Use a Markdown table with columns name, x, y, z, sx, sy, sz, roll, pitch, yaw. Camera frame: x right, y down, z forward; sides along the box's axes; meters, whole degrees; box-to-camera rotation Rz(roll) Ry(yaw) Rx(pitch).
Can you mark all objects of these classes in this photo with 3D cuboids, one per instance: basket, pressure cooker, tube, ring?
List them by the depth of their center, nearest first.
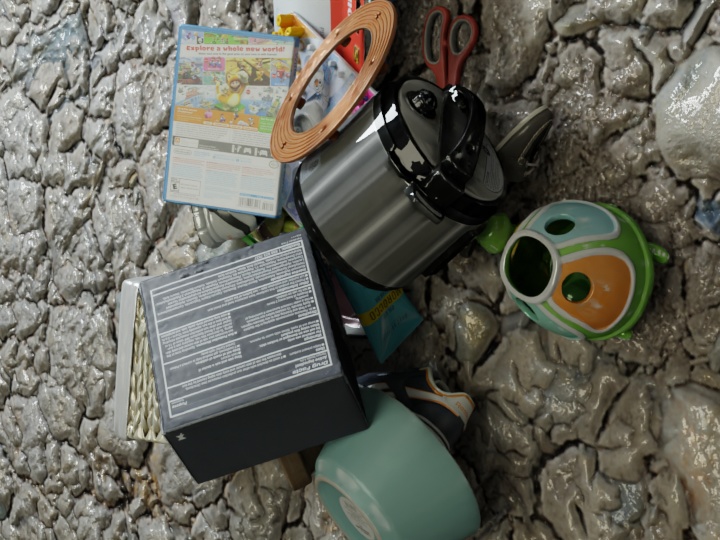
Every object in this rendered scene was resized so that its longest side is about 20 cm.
| name | x | y | z | sx | sy | sz | roll | pitch | yaw |
| --- | --- | --- | --- | --- | --- | --- | --- | --- | --- |
| pressure cooker | 0.051 | -0.096 | 1.572 | 0.200 | 0.178 | 0.177 | -40 | 65 | 29 |
| ring | -0.025 | -0.193 | 1.607 | 0.200 | 0.019 | 0.201 | -43 | 27 | 28 |
| tube | 0.000 | 0.000 | 1.707 | 0.050 | 0.077 | 0.201 | 9 | 134 | 56 |
| basket | -0.213 | 0.112 | 1.913 | 0.123 | 0.135 | 0.202 | 8 | 98 | 36 |

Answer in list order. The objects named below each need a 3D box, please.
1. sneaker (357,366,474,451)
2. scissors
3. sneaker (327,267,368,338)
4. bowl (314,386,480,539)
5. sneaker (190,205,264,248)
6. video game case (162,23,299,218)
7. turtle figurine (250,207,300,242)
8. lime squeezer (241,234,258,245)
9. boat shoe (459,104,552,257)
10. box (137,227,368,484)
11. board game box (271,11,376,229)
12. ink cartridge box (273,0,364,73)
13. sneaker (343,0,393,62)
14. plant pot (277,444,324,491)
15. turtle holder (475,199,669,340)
| name | x | y | z | sx | sy | sz | roll | pitch | yaw |
| --- | --- | --- | --- | --- | --- | --- | --- | --- | --- |
| sneaker | 0.053 | 0.151 | 1.739 | 0.199 | 0.079 | 0.079 | 19 | 148 | 52 |
| scissors | 0.095 | -0.191 | 1.725 | 0.073 | 0.014 | 0.202 | 10 | 99 | 36 |
| sneaker | -0.038 | 0.017 | 1.813 | 0.198 | 0.075 | 0.117 | 4 | 90 | 29 |
| bowl | 0.024 | 0.236 | 1.679 | 0.201 | 0.105 | 0.201 | 44 | 157 | 24 |
| sneaker | -0.161 | -0.131 | 1.799 | 0.079 | 0.074 | 0.202 | -12 | 92 | 19 |
| video game case | -0.146 | -0.168 | 1.743 | 0.142 | 0.018 | 0.202 | 9 | 98 | 17 |
| turtle figurine | -0.101 | -0.075 | 1.855 | 0.160 | 0.064 | 0.202 | -11 | 86 | 39 |
| lime squeezer | -0.171 | -0.096 | 1.851 | 0.071 | 0.037 | 0.202 | -39 | 70 | 60 |
| boat shoe | 0.152 | -0.093 | 1.654 | 0.057 | 0.067 | 0.200 | 47 | 125 | 9 |
| box | -0.115 | 0.092 | 1.647 | 0.198 | 0.124 | 0.200 | -18 | 52 | 4 |
| board game box | -0.065 | -0.156 | 1.748 | 0.200 | 0.026 | 0.201 | 48 | 129 | 35 |
| ink cartridge box | -0.049 | -0.313 | 1.734 | 0.200 | 0.047 | 0.162 | -131 | 36 | -58 |
| sneaker | 0.027 | -0.313 | 1.728 | 0.078 | 0.089 | 0.202 | -130 | 35 | -53 |
| plant pot | -0.079 | 0.145 | 1.804 | 0.092 | 0.201 | 0.202 | -25 | 73 | -4 |
| turtle holder | 0.204 | -0.015 | 1.561 | 0.141 | 0.131 | 0.186 | -52 | 50 | 35 |
